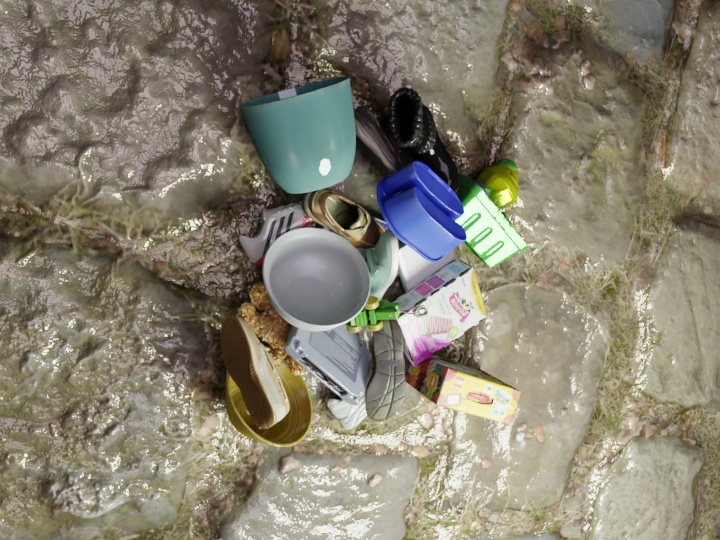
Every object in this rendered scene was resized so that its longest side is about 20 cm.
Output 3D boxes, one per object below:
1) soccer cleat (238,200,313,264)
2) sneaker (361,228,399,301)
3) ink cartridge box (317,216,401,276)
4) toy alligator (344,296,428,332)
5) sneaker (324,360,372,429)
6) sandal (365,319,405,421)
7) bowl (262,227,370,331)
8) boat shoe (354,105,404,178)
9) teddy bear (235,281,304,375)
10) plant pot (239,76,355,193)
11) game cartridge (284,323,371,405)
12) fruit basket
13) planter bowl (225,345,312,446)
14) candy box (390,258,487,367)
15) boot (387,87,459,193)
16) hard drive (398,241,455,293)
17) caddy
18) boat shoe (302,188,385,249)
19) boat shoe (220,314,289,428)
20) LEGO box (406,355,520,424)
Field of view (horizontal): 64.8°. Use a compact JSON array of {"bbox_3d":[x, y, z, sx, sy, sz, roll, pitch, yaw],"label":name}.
[{"bbox_3d":[-0.141,-0.096,1.065,0.200,0.068,0.085,-45,106,-10],"label":"soccer cleat"},{"bbox_3d":[0.000,0.001,1.091,0.115,0.075,0.203,3,136,-19],"label":"sneaker"},{"bbox_3d":[0.007,-0.064,1.149,0.196,0.037,0.097,20,90,-23],"label":"ink cartridge box"},{"bbox_3d":[0.032,0.075,1.082,0.195,0.055,0.061,-6,118,8],"label":"toy alligator"},{"bbox_3d":[0.007,0.226,1.171,0.200,0.078,0.100,-47,109,-11],"label":"sneaker"},{"bbox_3d":[0.047,0.194,1.124,0.079,0.055,0.206,0,93,-5],"label":"sandal"},{"bbox_3d":[-0.087,0.030,1.021,0.196,0.091,0.205,11,54,-15],"label":"bowl"},{"bbox_3d":[0.050,-0.241,1.122,0.074,0.074,0.200,-48,113,-10],"label":"boat shoe"},{"bbox_3d":[-0.149,0.113,1.075,0.203,0.066,0.145,60,39,-13],"label":"teddy bear"},{"bbox_3d":[-0.096,-0.233,0.999,0.197,0.200,0.165,-21,113,-19],"label":"plant pot"},{"bbox_3d":[-0.057,0.149,1.091,0.200,0.040,0.135,45,43,-27],"label":"game cartridge"},{"bbox_3d":[0.280,-0.143,1.205,0.210,0.156,0.221,-6,113,-13],"label":"fruit basket"},{"bbox_3d":[-0.189,0.248,1.060,0.199,0.203,0.083,38,121,-24],"label":"planter bowl"},{"bbox_3d":[0.160,0.088,1.187,0.198,0.061,0.138,-33,121,-14],"label":"candy box"},{"bbox_3d":[0.121,-0.234,1.088,0.078,0.158,0.215,-25,88,15],"label":"boot"},{"bbox_3d":[0.148,0.009,1.202,0.130,0.026,0.203,-31,121,-17],"label":"hard drive"},{"bbox_3d":[0.112,-0.106,1.067,0.199,0.104,0.144,35,41,-33],"label":"caddy"},{"bbox_3d":[-0.019,-0.091,1.057,0.198,0.073,0.077,24,83,-41],"label":"boat shoe"},{"bbox_3d":[-0.184,0.172,0.998,0.069,0.073,0.204,-7,72,-59],"label":"boat shoe"},{"bbox_3d":[0.217,0.249,1.223,0.196,0.148,0.079,20,90,-25],"label":"LEGO box"}]
